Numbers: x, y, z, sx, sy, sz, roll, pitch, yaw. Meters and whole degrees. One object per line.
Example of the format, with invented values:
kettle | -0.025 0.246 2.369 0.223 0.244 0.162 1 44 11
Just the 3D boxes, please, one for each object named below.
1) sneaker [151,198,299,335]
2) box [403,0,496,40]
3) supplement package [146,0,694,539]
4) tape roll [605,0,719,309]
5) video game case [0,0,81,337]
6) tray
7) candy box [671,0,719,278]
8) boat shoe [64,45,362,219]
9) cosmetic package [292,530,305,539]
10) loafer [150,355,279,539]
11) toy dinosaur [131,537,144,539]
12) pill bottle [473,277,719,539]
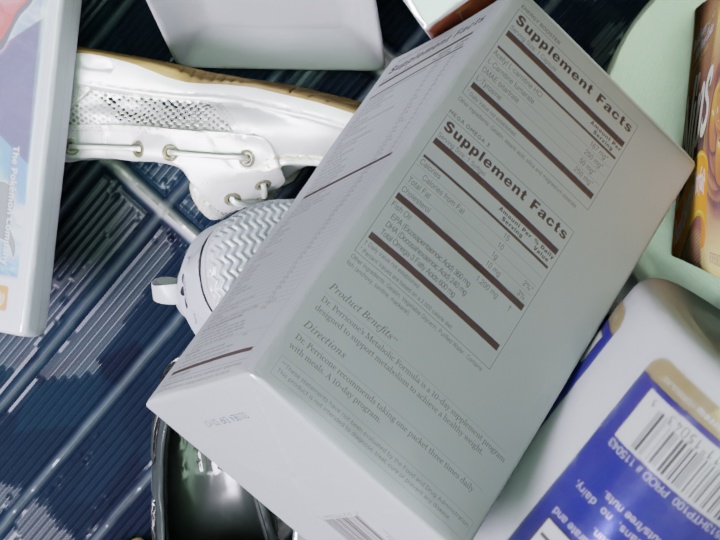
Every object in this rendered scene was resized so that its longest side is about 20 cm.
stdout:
sneaker | 0.000 0.000 0.826 0.198 0.115 0.076 -3 86 -29
box | 0.088 -0.198 0.779 0.199 0.124 0.098 -34 89 7
supplement package | 0.026 0.005 0.707 0.109 0.114 0.201 41 66 -15
tape roll | 0.208 -0.058 0.819 0.201 0.037 0.205 0 93 7
video game case | -0.221 -0.081 0.844 0.181 0.023 0.202 8 94 23
tray | -0.047 -0.137 0.767 0.106 0.200 0.022 1 73 6
candy box | 0.166 -0.056 0.704 0.055 0.200 0.117 6 94 5
boat shoe | -0.061 -0.058 0.834 0.198 0.071 0.070 12 95 15
cosmetic package | 0.009 0.158 0.817 0.089 0.107 0.202 3 95 6
loafer | -0.070 0.140 0.841 0.067 0.070 0.203 -6 92 7
toy dinosaur | -0.170 0.216 0.874 0.199 0.058 0.101 -36 74 0
pill bottle | 0.099 0.115 0.699 0.119 0.120 0.201 38 104 3
